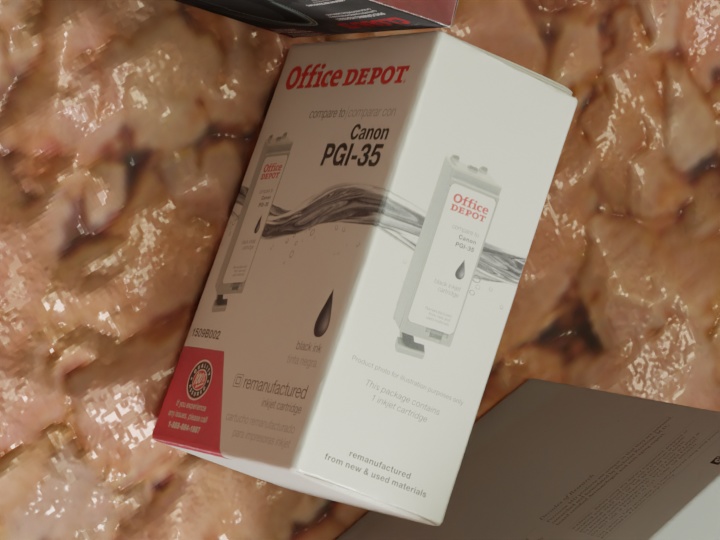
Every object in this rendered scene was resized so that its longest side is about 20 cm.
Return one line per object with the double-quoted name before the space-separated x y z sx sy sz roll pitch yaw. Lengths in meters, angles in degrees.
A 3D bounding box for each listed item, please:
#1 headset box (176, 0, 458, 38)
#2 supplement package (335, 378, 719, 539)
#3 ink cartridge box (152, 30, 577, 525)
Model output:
"headset box" -0.054 -0.158 1.052 0.199 0.149 0.078 16 85 -30
"supplement package" 0.099 0.171 1.126 0.191 0.200 0.148 -38 110 -21
"ink cartridge box" 0.000 0.000 1.092 0.082 0.146 0.201 23 81 -28
